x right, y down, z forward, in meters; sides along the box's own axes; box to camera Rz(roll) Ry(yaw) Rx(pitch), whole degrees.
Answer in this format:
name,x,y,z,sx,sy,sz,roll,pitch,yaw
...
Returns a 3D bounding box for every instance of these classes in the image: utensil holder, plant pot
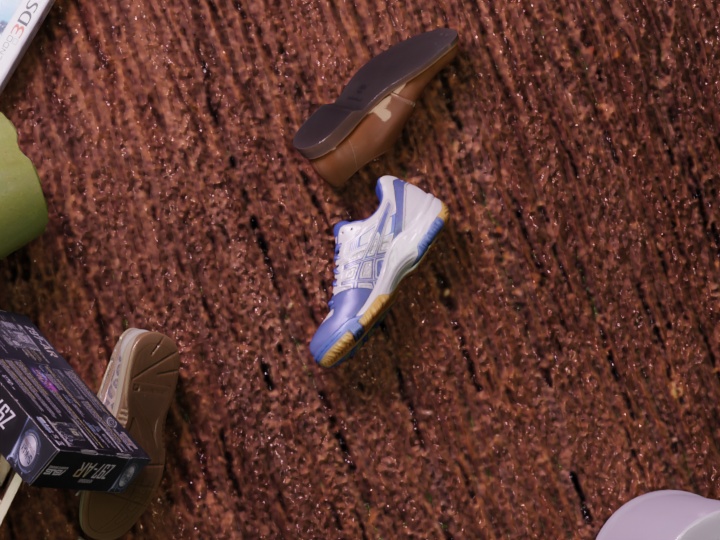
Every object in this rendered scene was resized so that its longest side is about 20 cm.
name,x,y,z,sx,sy,sz,roll,pitch,yaw
utensil holder,0.320,0.295,1.727,0.169,0.200,0.170,1,85,-8
plant pot,-0.390,-0.057,1.656,0.190,0.200,0.200,-25,90,-19

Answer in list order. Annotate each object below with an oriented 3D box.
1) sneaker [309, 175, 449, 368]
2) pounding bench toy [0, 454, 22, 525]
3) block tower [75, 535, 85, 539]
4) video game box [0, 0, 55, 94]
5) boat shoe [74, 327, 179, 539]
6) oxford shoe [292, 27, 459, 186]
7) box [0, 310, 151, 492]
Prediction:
name,x,y,z,sx,sy,sz,roll,pitch,yaw
sneaker,0.000,0.000,1.772,0.088,0.075,0.200,34,74,7
pounding bench toy,-0.411,0.186,1.658,0.200,0.124,0.156,26,83,-6
block tower,-0.190,0.320,1.718,0.200,0.054,0.058,32,82,-6
video game box,-0.404,-0.255,1.733,0.200,0.047,0.183,29,80,-6
boat shoe,-0.222,0.153,1.729,0.073,0.063,0.200,21,85,-33
oxford shoe,0.025,-0.161,1.793,0.200,0.071,0.071,-42,122,-11
box,-0.296,0.110,1.629,0.200,0.160,0.044,45,100,22
